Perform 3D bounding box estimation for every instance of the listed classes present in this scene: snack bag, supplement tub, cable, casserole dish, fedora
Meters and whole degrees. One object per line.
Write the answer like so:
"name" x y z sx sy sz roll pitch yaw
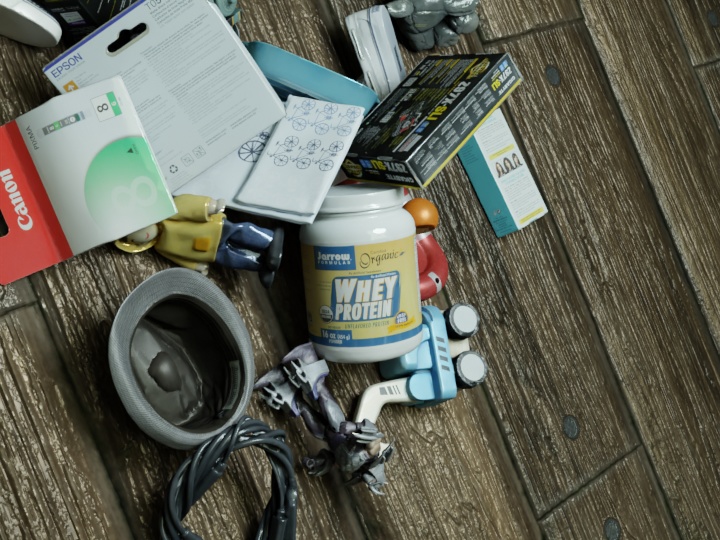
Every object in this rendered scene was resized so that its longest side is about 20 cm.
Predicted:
"snack bag" -0.114 -0.144 1.286 0.021 0.199 0.189 78 29 -51
"supplement tub" 0.000 0.000 1.306 0.144 0.144 0.202 -15 104 -40
"cable" -0.144 0.253 1.172 0.162 0.051 0.202 -5 108 -27
"casserole dish" -0.070 -0.234 1.366 0.199 0.121 0.039 21 84 -12
"fedora" -0.210 0.101 1.174 0.200 0.090 0.177 54 53 -22

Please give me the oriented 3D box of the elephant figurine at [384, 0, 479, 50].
"elephant figurine" 0.092 -0.439 1.583 0.140 0.155 0.201 -14 69 3

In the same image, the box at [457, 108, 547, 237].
"box" 0.203 -0.158 1.612 0.082 0.049 0.201 -28 94 -41

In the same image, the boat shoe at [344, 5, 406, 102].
"boat shoe" 0.028 -0.269 1.499 0.074 0.065 0.201 -61 139 -65

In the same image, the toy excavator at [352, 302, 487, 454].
"toy excavator" 0.058 0.144 1.384 0.199 0.100 0.196 -2 75 -25

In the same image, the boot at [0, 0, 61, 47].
"boot" -0.410 -0.328 1.163 0.199 0.073 0.091 26 67 -29

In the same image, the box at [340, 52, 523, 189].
"box" 0.080 -0.187 1.310 0.200 0.159 0.049 -48 122 -19

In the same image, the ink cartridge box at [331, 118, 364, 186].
"ink cartridge box" -0.051 -0.150 1.383 0.094 0.037 0.199 33 41 28

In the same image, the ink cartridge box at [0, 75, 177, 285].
"ink cartridge box" -0.316 -0.096 1.126 0.199 0.050 0.162 -24 94 -17

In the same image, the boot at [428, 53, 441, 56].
"boot" 0.100 -0.179 1.477 0.167 0.072 0.201 71 29 -64

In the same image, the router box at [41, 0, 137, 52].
"router box" -0.299 -0.363 1.232 0.149 0.051 0.201 55 39 -59

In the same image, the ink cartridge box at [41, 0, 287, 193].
"ink cartridge box" -0.217 -0.204 1.199 0.200 0.199 0.041 55 6 -26

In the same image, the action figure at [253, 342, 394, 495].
"action figure" -0.036 0.189 1.269 0.200 0.130 0.069 50 37 6

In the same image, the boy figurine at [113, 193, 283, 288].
"boy figurine" -0.188 -0.042 1.221 0.199 0.125 0.065 14 48 -17

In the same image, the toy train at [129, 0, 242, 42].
"toy train" -0.209 -0.282 1.286 0.200 0.085 0.115 -53 148 -49

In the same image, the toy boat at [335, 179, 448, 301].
"toy boat" 0.053 -0.055 1.406 0.130 0.130 0.201 -35 98 -40
